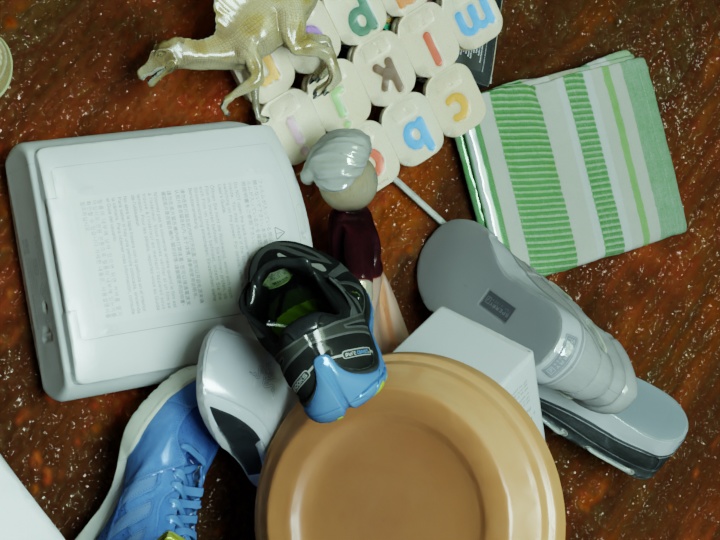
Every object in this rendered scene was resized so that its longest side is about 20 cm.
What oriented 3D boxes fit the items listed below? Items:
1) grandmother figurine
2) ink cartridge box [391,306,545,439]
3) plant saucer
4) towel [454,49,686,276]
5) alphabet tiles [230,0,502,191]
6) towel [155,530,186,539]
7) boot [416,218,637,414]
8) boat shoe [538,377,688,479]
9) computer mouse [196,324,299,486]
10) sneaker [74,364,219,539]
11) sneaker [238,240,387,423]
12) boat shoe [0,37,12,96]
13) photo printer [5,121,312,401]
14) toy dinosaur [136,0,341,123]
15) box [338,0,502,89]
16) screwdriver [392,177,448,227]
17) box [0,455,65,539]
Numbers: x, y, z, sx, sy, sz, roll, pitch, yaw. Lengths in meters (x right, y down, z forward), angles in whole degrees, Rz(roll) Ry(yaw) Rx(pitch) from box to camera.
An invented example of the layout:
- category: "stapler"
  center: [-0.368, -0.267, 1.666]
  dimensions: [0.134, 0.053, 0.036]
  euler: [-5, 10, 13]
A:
- category: "grandmother figurine"
  center: [0.000, 0.000, 1.252]
  dimensions: [0.060, 0.121, 0.201]
  euler: [-13, 109, -13]
- category: "ink cartridge box"
  center: [0.052, 0.149, 1.222]
  dimensions: [0.145, 0.084, 0.201]
  euler: [-42, 140, -28]
- category: "plant saucer"
  center: [0.022, 0.148, 1.078]
  dimensions: [0.037, 0.199, 0.201]
  euler: [8, 77, -64]
- category: "towel"
  center: [0.161, -0.080, 1.409]
  dimensions: [0.199, 0.023, 0.153]
  euler: [-17, 94, -35]
- category: "alphabet tiles"
  center: [0.004, -0.163, 1.283]
  dimensions: [0.200, 0.015, 0.196]
  euler: [-34, 110, -17]
- category: "towel"
  center: [-0.051, 0.223, 1.064]
  dimensions: [0.200, 0.086, 0.018]
  euler: [34, 43, -13]
- category: "boot"
  center: [0.116, 0.038, 1.287]
  dimensions: [0.095, 0.200, 0.074]
  euler: [35, 99, -35]
- category: "boat shoe"
  center: [0.141, 0.086, 1.346]
  dimensions: [0.199, 0.068, 0.074]
  euler: [27, 41, -1]
- category: "computer mouse"
  center: [-0.053, 0.105, 1.179]
  dimensions: [0.200, 0.044, 0.110]
  euler: [61, 31, -54]
- category: "sneaker"
  center: [-0.114, 0.161, 1.138]
  dimensions: [0.200, 0.111, 0.077]
  euler: [-57, 139, -12]
- category: "sneaker"
  center: [-0.033, 0.019, 1.104]
  dimensions: [0.071, 0.200, 0.083]
  euler: [-28, 112, 0]
- category: "boat shoe"
  center: [-0.304, -0.132, 1.118]
  dimensions: [0.200, 0.063, 0.074]
  euler: [5, 81, -30]
- category: "photo printer"
  center: [-0.123, -0.012, 1.205]
  dimensions: [0.199, 0.069, 0.167]
  euler: [-10, 88, -32]
- category: "toy dinosaur"
  center: [-0.050, -0.166, 1.219]
  dimensions: [0.200, 0.058, 0.101]
  euler: [-39, 110, -14]
- category: "box"
  center: [0.018, -0.251, 1.336]
  dimensions: [0.198, 0.050, 0.201]
  euler: [15, 77, -28]
- category: "screwdriver"
  center: [0.034, -0.061, 1.331]
  dimensions: [0.200, 0.029, 0.028]
  euler: [39, 65, -20]
- category: "box"
  center: [-0.299, 0.161, 1.015]
  dimensions: [0.199, 0.171, 0.200]
  euler: [-42, 104, -28]
